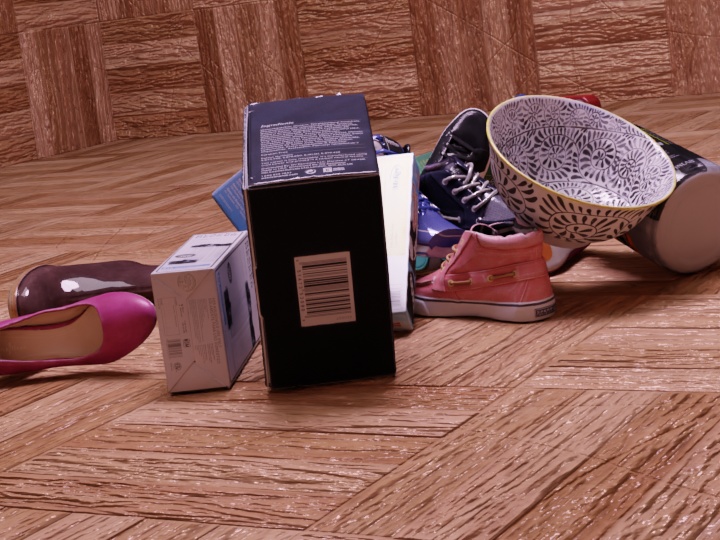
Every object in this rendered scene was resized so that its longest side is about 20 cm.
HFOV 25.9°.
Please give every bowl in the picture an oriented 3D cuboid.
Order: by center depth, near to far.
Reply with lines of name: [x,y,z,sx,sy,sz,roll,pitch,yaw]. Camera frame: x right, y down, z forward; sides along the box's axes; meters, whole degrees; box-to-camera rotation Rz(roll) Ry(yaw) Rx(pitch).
bowl: [0.212,-0.086,1.598,0.199,0.095,0.201,11,36,-8]

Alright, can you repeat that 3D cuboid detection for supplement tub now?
supplement tub: [0.309,-0.086,1.705,0.122,0.123,0.200,-12,27,-24]

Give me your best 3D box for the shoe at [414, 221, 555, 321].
shoe: [0.114,-0.003,1.598,0.071,0.092,0.199,-16,13,-41]

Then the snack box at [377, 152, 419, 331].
snack box: [-0.001,-0.028,1.614,0.115,0.201,0.037,-5,-35,14]

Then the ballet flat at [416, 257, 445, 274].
ballet flat: [0.096,-0.027,1.851,0.199,0.068,0.072,-2,-9,27]

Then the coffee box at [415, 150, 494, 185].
coffee box: [0.094,-0.107,2.080,0.199,0.044,0.123,-20,-30,-27]

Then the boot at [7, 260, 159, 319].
boot: [-0.294,0.020,1.816,0.165,0.073,0.200,-5,7,25]

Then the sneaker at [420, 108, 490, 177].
sneaker: [0.109,-0.115,1.948,0.073,0.201,0.112,28,-2,5]

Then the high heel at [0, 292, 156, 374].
high heel: [-0.298,0.062,1.535,0.199,0.068,0.096,-8,-3,30]

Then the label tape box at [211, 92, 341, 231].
label tape box: [-0.055,-0.096,1.863,0.200,0.144,0.066,-37,1,14]

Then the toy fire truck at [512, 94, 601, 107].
toy fire truck: [0.255,-0.153,2.105,0.111,0.169,0.199,-14,12,-33]

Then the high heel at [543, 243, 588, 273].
high heel: [0.199,-0.027,1.797,0.199,0.068,0.096,-29,-1,-38]

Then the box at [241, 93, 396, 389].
box: [-0.039,-0.031,1.430,0.123,0.202,0.197,-6,27,-2]

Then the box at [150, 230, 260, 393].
box: [-0.145,0.035,1.510,0.060,0.118,0.200,-6,9,6]

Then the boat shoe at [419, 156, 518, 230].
boat shoe: [0.124,-0.075,1.708,0.074,0.093,0.199,-33,17,-31]

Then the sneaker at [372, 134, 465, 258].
sneaker: [0.033,-0.084,1.706,0.080,0.116,0.199,4,13,-44]
